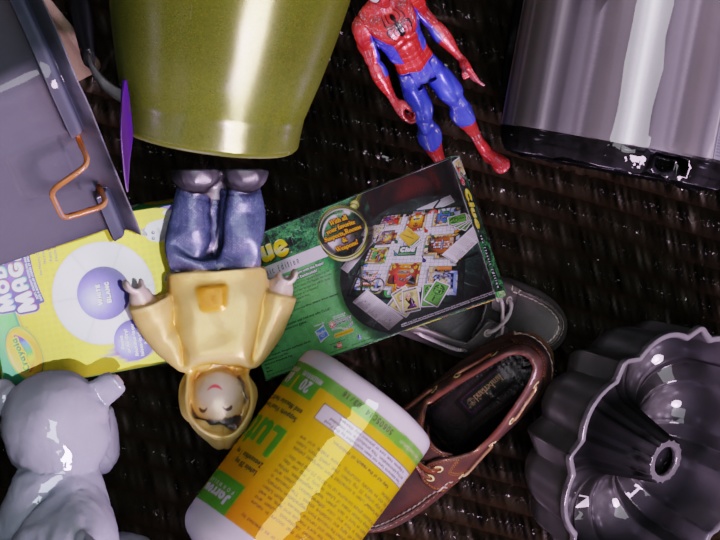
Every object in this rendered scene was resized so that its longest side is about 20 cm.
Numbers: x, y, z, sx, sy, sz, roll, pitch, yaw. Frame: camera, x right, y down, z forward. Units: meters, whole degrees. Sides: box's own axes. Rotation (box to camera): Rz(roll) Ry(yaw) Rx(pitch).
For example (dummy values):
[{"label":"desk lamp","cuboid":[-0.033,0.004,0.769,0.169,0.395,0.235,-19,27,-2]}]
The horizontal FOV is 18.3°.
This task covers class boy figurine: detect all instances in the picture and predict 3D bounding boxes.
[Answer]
[{"label":"boy figurine","cuboid":[-0.107,0.027,1.582,0.124,0.064,0.201,3,91,-9]}]

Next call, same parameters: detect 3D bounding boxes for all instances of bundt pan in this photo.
[{"label":"bundt pan","cuboid":[0.197,0.126,1.630,0.201,0.076,0.203,-15,116,-35]}]

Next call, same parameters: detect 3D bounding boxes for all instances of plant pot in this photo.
[{"label":"plant pot","cuboid":[-0.095,-0.184,1.571,0.199,0.200,0.194,7,103,-7]}]

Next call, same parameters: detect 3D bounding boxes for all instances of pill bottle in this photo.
[{"label":"pill bottle","cuboid":[-0.051,0.165,1.553,0.111,0.111,0.200,38,81,-7]}]

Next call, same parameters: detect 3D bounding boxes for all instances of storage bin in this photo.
[{"label":"storage bin","cuboid":[-0.246,-0.084,1.527,0.134,0.200,0.146,-25,52,-6]}]

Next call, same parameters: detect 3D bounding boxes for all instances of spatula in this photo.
[{"label":"spatula","cuboid":[-0.178,-0.137,1.540,0.020,0.200,0.057,-13,136,-12]}]

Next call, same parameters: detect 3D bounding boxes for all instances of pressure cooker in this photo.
[{"label":"pressure cooker","cuboid":[0.199,-0.166,1.603,0.178,0.176,0.201,10,94,-11]}]

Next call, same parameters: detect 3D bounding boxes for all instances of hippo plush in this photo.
[{"label":"hippo plush","cuboid":[-0.230,0.156,1.566,0.159,0.200,0.162,-11,76,1]}]

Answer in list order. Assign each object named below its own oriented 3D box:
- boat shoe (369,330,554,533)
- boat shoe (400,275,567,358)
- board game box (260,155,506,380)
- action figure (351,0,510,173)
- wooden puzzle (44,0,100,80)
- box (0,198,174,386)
[{"label":"boat shoe","cuboid":[0.058,0.118,1.626,0.070,0.070,0.200,44,103,2]},{"label":"boat shoe","cuboid":[0.061,0.027,1.650,0.199,0.057,0.067,15,90,-7]},{"label":"board game box","cuboid":[0.000,0.000,1.586,0.199,0.023,0.105,-20,88,29]},{"label":"action figure","cuboid":[0.046,-0.137,1.603,0.065,0.052,0.200,-33,124,-1]},{"label":"wooden puzzle","cuboid":[-0.303,-0.137,1.563,0.200,0.185,0.046,-40,54,-3]},{"label":"box","cuboid":[-0.197,0.018,1.624,0.199,0.048,0.118,-11,93,-5]}]
